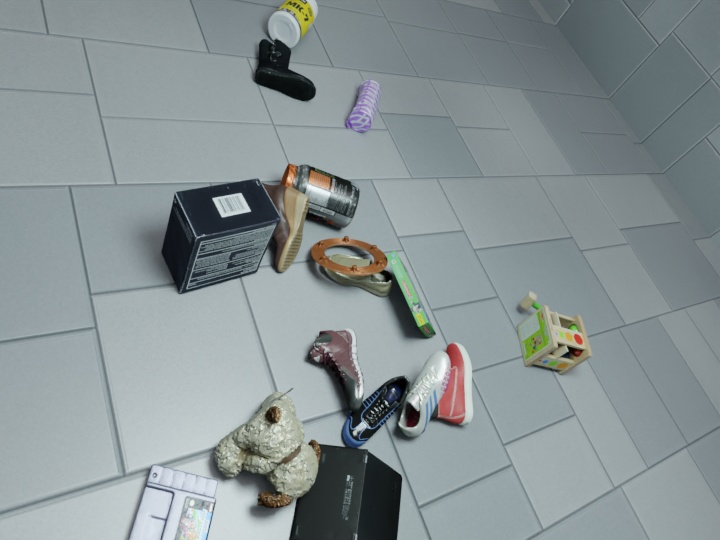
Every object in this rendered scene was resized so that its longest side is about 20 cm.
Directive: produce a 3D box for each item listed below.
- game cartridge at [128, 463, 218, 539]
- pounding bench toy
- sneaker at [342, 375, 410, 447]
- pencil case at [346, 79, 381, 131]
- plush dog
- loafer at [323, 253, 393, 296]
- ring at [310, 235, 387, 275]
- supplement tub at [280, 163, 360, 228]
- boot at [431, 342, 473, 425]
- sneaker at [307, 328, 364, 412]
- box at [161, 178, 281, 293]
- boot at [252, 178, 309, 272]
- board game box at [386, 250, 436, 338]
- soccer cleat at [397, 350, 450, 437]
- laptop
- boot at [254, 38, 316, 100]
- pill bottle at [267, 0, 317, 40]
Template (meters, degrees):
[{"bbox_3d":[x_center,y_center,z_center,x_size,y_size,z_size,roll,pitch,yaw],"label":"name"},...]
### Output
[{"bbox_3d":[-0.319,0.442,0.939,0.126,0.039,0.204,17,51,-14],"label":"game cartridge"},{"bbox_3d":[0.544,0.166,1.589,0.152,0.125,0.205,14,52,-21],"label":"pounding bench toy"},{"bbox_3d":[0.038,0.298,1.223,0.070,0.078,0.199,44,47,6],"label":"sneaker"},{"bbox_3d":[0.013,-0.531,1.800,0.083,0.085,0.203,1,46,14],"label":"pencil case"},{"bbox_3d":[-0.144,0.337,1.047,0.199,0.159,0.174,-38,96,-43],"label":"plush dog"},{"bbox_3d":[0.000,0.000,1.419,0.195,0.069,0.077,19,50,-18],"label":"loafer"},{"bbox_3d":[-0.027,-0.042,1.397,0.194,0.020,0.202,9,26,-4],"label":"ring"},{"bbox_3d":[-0.109,-0.197,1.458,0.195,0.123,0.125,18,50,-18],"label":"supplement tub"},{"bbox_3d":[0.194,0.260,1.353,0.140,0.073,0.205,14,55,-19],"label":"boot"},{"bbox_3d":[-0.060,0.216,1.236,0.112,0.077,0.203,7,44,-20],"label":"sneaker"},{"bbox_3d":[-0.303,-0.075,1.202,0.196,0.200,0.125,-17,64,-38],"label":"box"},{"bbox_3d":[-0.221,-0.111,1.366,0.162,0.072,0.206,15,84,15],"label":"boot"},{"bbox_3d":[0.130,0.063,1.422,0.204,0.029,0.135,67,8,24],"label":"board game box"},{"bbox_3d":[0.143,0.271,1.245,0.086,0.069,0.205,35,75,-55],"label":"soccer cleat"},{"bbox_3d":[-0.020,0.468,1.115,0.193,0.118,0.191,4,50,8],"label":"laptop"},{"bbox_3d":[-0.224,-0.624,1.723,0.194,0.077,0.172,13,56,-15],"label":"boot"},{"bbox_3d":[-0.217,-0.828,1.849,0.112,0.115,0.203,30,48,-8],"label":"pill bottle"}]
